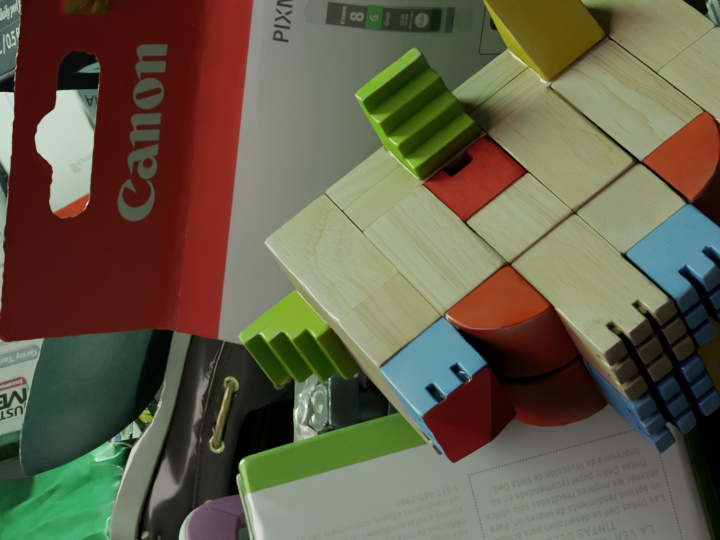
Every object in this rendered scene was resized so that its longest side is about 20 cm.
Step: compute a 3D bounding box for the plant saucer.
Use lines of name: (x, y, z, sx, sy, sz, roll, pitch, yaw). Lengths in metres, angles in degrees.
plant saucer: (-0.102, 0.010, 0.984, 0.201, 0.039, 0.201, 22, -90, -85)

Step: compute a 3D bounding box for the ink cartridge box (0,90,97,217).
ink cartridge box: (-0.168, -0.059, 1.161, 0.163, 0.057, 0.200, -21, 71, 59)

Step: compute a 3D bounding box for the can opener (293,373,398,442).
can opener: (0.000, 0.000, 0.878, 0.053, 0.067, 0.200, -27, 57, 59)

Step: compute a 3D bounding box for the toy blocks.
toy blocks: (0.070, -0.006, 0.641, 0.137, 0.200, 0.100, 47, 173, 45)

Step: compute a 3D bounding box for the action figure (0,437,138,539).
action figure: (-0.148, 0.136, 1.087, 0.200, 0.055, 0.118, -32, 42, 45)

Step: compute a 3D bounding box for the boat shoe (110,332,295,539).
boat shoe: (-0.055, 0.046, 0.953, 0.061, 0.072, 0.201, 23, 111, 9)

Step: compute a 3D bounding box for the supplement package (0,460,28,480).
supplement package: (-0.286, 0.125, 1.239, 0.111, 0.200, 0.156, 7, 100, 60)

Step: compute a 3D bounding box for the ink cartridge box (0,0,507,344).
ink cartridge box: (-0.024, -0.045, 0.750, 0.050, 0.200, 0.161, 37, 126, 52)

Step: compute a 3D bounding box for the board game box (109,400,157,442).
board game box: (-0.135, 0.161, 1.158, 0.105, 0.023, 0.200, 50, 135, 43)

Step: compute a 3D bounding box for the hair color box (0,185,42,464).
hair color box: (-0.238, 0.013, 1.178, 0.200, 0.099, 0.061, 65, 152, 17)

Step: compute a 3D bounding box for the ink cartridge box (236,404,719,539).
ink cartridge box: (0.057, 0.142, 0.682, 0.076, 0.148, 0.200, 34, -139, -72)

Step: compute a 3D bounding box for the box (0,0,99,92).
box: (-0.101, -0.193, 0.948, 0.197, 0.117, 0.200, -10, 84, 63)

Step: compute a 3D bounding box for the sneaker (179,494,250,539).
sneaker: (-0.024, 0.191, 0.884, 0.200, 0.080, 0.088, -117, 29, -43)
